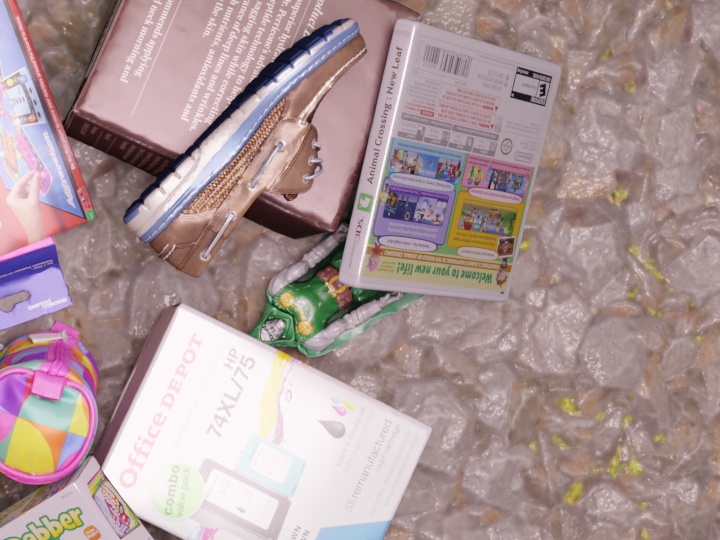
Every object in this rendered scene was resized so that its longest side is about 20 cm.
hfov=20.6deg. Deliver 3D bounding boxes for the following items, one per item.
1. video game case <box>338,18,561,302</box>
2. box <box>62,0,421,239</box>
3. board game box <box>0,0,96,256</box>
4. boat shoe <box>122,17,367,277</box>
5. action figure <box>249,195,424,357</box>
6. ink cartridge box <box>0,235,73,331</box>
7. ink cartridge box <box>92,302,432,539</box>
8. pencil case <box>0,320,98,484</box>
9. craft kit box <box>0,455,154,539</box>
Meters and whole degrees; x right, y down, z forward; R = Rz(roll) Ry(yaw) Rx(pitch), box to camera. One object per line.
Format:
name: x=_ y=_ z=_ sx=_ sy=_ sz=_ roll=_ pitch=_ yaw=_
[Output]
video game case: x=0.067 y=-0.073 z=1.411 sx=0.199 sy=0.022 sz=0.184 roll=6 pitch=98 yaw=-55
box: x=-0.089 y=-0.137 z=1.410 sx=0.199 sy=0.164 sz=0.167 roll=25 pitch=84 yaw=-10
board game box: x=-0.268 y=-0.113 z=1.400 sx=0.102 sy=0.019 sz=0.202 roll=-23 pitch=100 yaw=-16
boat shoe: x=-0.062 y=-0.079 z=1.301 sx=0.200 sy=0.072 sz=0.072 roll=-44 pitch=102 yaw=2
action figure: x=0.000 y=0.000 z=1.480 sx=0.199 sy=0.055 sz=0.119 roll=-36 pitch=84 yaw=-13
ink cartridge box: x=-0.282 y=-0.055 z=1.436 sx=0.094 sy=0.037 sz=0.202 roll=-19 pitch=94 yaw=-12
ink cartridge box: x=-0.079 y=0.132 z=1.413 sx=0.199 sy=0.146 sz=0.148 roll=26 pitch=83 yaw=-8
pencil case: x=-0.220 y=0.088 z=1.365 sx=0.087 sy=0.200 sz=0.089 roll=-1 pitch=97 yaw=-8
craft kit box: x=-0.201 y=0.254 z=1.347 sx=0.199 sy=0.049 sz=0.198 roll=-33 pitch=100 yaw=22
